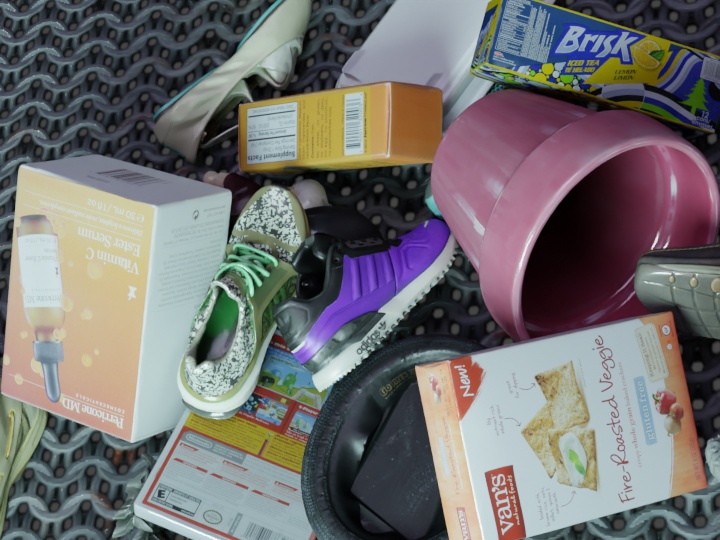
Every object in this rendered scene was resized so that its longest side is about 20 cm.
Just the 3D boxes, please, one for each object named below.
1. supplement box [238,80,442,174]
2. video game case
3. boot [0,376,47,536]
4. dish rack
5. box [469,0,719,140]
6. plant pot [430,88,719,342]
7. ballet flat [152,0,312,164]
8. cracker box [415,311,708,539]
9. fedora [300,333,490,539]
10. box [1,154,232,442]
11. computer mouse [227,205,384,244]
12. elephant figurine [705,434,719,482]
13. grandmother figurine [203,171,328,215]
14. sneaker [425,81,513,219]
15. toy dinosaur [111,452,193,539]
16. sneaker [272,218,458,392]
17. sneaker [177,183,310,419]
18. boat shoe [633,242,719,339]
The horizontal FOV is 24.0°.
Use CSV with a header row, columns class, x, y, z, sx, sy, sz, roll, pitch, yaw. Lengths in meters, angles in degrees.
class,x,y,z,sx,sy,sz,roll,pitch,yaw
supplement box,-0.021,-0.119,1.452,0.199,0.066,0.070,2,90,48
video game case,-0.076,0.138,1.364,0.142,0.018,0.201,20,54,9
boot,-0.353,0.168,1.432,0.072,0.156,0.202,16,71,27
dish rack,0.069,-0.210,1.495,0.171,0.044,0.201,24,75,50
box,0.195,-0.165,1.380,0.198,0.070,0.065,17,87,-8
plant pot,0.154,-0.050,1.341,0.200,0.200,0.179,-43,42,-4
ballet flat,-0.103,-0.176,1.571,0.200,0.070,0.070,-43,58,-1
cracker box,0.148,0.114,1.238,0.198,0.058,0.136,-11,88,-25
fedora,0.053,0.154,1.321,0.198,0.092,0.203,-9,62,17
box,-0.206,0.019,1.423,0.151,0.106,0.202,15,106,29
computer mouse,-0.076,0.001,1.444,0.198,0.053,0.140,-8,98,9
elephant figurine,0.355,0.115,1.196,0.200,0.155,0.142,-41,35,7
grandmother figurine,-0.121,-0.036,1.505,0.198,0.061,0.123,-14,75,17
sneaker,0.122,-0.126,1.459,0.200,0.078,0.091,-45,42,-8
toy dinosaur,-0.120,0.208,1.379,0.134,0.103,0.201,11,50,9
sneaker,0.000,0.000,1.378,0.100,0.069,0.200,47,51,-4
sneaker,-0.092,0.016,1.359,0.076,0.089,0.202,15,71,9
boat shoe,0.302,0.006,1.296,0.198,0.075,0.074,7,48,-8
